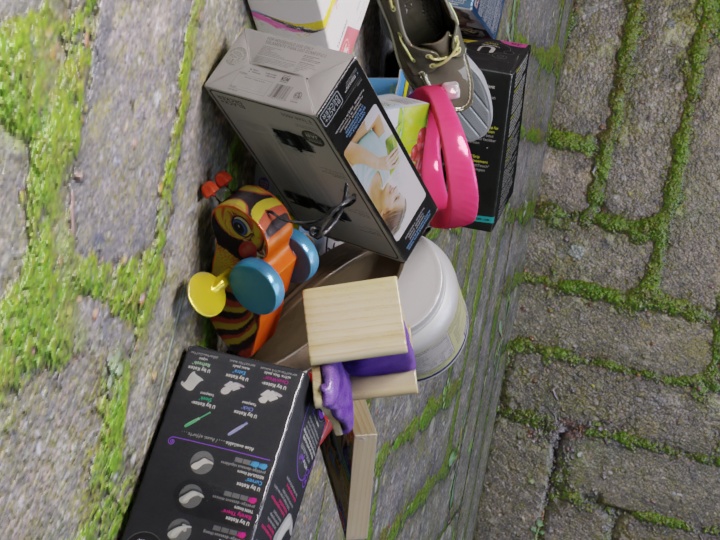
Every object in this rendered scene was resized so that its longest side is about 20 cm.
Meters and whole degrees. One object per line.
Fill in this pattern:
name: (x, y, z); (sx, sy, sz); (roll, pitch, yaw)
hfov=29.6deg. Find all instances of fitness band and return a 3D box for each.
fitness band: (0.083, -0.114, 1.375); (0.200, 0.037, 0.145); (-163, -117, -84)

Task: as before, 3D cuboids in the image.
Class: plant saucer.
plant saucer: (-0.041, 0.039, 1.252); (0.200, 0.029, 0.200); (-39, 163, -14)

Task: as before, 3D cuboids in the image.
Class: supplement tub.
supplement tub: (0.044, 0.039, 1.546); (0.200, 0.144, 0.146); (61, 43, -70)

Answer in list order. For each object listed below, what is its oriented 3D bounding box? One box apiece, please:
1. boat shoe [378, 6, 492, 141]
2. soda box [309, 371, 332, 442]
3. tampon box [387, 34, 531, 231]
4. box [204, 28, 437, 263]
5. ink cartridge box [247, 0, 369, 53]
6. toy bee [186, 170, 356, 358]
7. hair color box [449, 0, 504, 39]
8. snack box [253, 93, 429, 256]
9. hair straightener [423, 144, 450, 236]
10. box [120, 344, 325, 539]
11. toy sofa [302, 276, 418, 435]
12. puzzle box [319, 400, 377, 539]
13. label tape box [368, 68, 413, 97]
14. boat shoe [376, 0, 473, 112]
boat shoe: (0.088, -0.237, 1.514); (0.200, 0.073, 0.067); (56, 19, -32)
soda box: (-0.074, 0.148, 1.323); (0.200, 0.063, 0.071); (-48, 148, -66)
tampon box: (0.113, -0.172, 1.643); (0.126, 0.149, 0.201); (-55, 154, -60)
box: (-0.027, -0.096, 1.087); (0.060, 0.116, 0.200); (-58, 144, -19)
ink cartridge box: (-0.043, -0.254, 1.105); (0.200, 0.067, 0.117); (73, 31, -64)
toy bee: (-0.084, -0.026, 1.091); (0.200, 0.109, 0.131); (-53, 171, 25)
hair color box: (0.104, -0.321, 1.592); (0.200, 0.099, 0.061); (6, 96, -76)
snack box: (-0.018, -0.082, 1.256); (0.199, 0.053, 0.143); (-16, 117, -51)
hair straightener: (0.071, -0.059, 1.607); (0.200, 0.077, 0.041); (-55, -170, 30)
box: (-0.111, 0.181, 1.104); (0.122, 0.105, 0.201); (76, 28, -62)
toy sofa: (0.005, 0.079, 1.177); (0.200, 0.082, 0.098); (72, 11, -74)
puzzle box: (-0.018, 0.175, 1.467); (0.200, 0.025, 0.134); (-113, -156, -60)
label tape box: (0.018, -0.128, 1.473); (0.200, 0.063, 0.145); (34, 67, -76)
boat shoe: (0.070, -0.246, 1.424); (0.202, 0.072, 0.060); (61, -6, -27)
